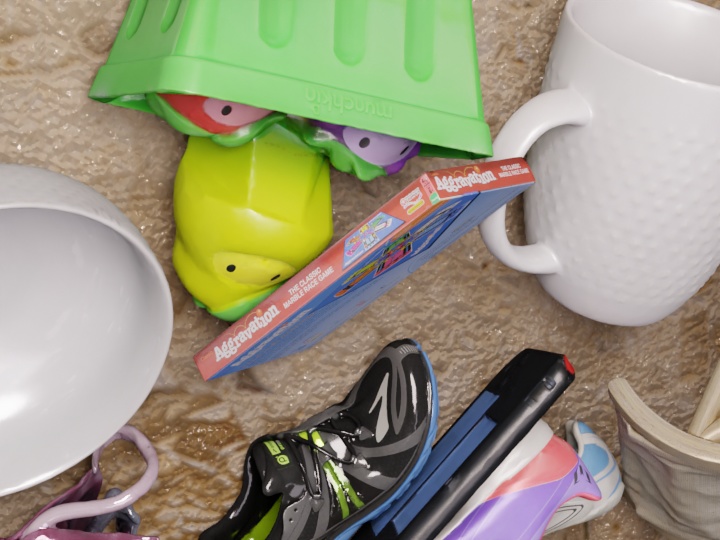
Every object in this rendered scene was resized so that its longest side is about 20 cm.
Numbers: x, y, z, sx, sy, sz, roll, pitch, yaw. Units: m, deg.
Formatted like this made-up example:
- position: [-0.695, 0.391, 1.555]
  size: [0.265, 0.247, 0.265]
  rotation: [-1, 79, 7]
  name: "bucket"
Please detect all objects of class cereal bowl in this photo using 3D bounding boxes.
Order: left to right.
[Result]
- position: [-0.203, 0.023, 0.810]
  size: [0.198, 0.084, 0.202]
  rotation: [-19, 136, -19]
  name: "cereal bowl"

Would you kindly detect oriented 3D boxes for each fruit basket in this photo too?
- position: [-0.045, -0.068, 0.840]
  size: [0.213, 0.155, 0.219]
  rotation: [-3, 95, -29]
  name: "fruit basket"

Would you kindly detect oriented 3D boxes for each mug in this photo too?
- position: [0.152, -0.060, 0.927]
  size: [0.198, 0.148, 0.177]
  rotation: [-9, 126, -35]
  name: "mug"

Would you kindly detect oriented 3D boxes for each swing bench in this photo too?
- position: [0.275, 0.091, 1.021]
  size: [0.200, 0.130, 0.199]
  rotation: [-44, 153, -10]
  name: "swing bench"

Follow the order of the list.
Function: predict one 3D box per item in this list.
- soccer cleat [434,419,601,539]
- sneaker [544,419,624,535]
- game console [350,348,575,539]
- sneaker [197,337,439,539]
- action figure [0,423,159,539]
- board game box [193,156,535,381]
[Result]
- position: [0.072, 0.189, 0.988]
  size: [0.073, 0.068, 0.200]
  rotation: [42, 84, 4]
  name: "soccer cleat"
- position: [0.086, 0.172, 1.056]
  size: [0.198, 0.072, 0.073]
  rotation: [-29, 88, -6]
  name: "sneaker"
- position: [0.054, 0.128, 0.958]
  size: [0.031, 0.177, 0.200]
  rotation: [41, 88, 4]
  name: "game console"
- position: [-0.025, 0.126, 0.967]
  size: [0.200, 0.071, 0.083]
  rotation: [-48, 130, 3]
  name: "sneaker"
- position: [-0.207, 0.178, 0.860]
  size: [0.198, 0.134, 0.151]
  rotation: [4, 109, -31]
  name: "action figure"
- position: [0.000, 0.000, 0.865]
  size: [0.199, 0.020, 0.102]
  rotation: [-37, 168, 34]
  name: "board game box"
